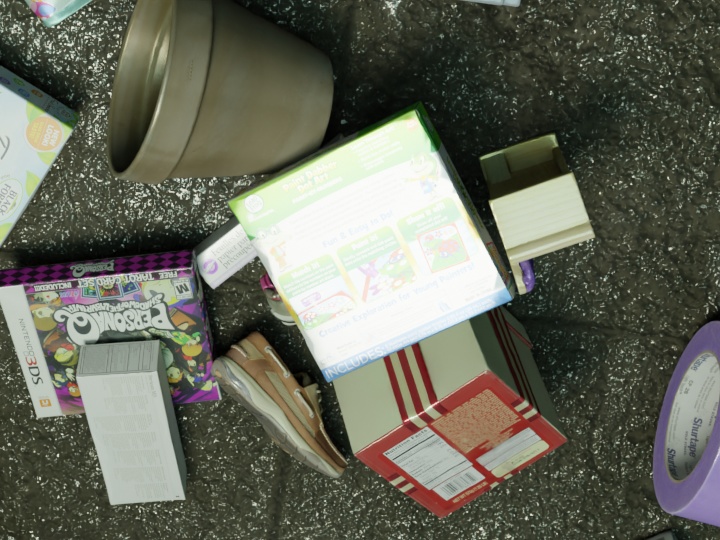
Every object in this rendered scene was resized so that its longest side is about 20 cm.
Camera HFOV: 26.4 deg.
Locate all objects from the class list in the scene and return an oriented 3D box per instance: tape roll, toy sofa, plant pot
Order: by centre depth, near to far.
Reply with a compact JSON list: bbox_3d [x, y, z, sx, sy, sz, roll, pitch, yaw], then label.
[{"bbox_3d":[-0.125,-0.166,1.428,0.173,0.200,0.200,10,113,-21],"label":"plant pot"},{"bbox_3d":[0.168,-0.058,1.453,0.083,0.200,0.098,-19,105,7],"label":"toy sofa"},{"bbox_3d":[0.371,0.156,1.540,0.085,0.200,0.200,16,111,-6],"label":"tape roll"}]

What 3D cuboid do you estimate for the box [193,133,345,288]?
[{"bbox_3d":[-0.083,-0.060,1.537,0.200,0.041,0.039,-37,107,13],"label":"box"}]

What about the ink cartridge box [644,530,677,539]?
[{"bbox_3d":[0.313,0.402,1.729,0.162,0.050,0.200,-23,119,8],"label":"ink cartridge box"}]

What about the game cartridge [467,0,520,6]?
[{"bbox_3d":[0.099,-0.352,1.422,0.133,0.041,0.200,6,112,-7],"label":"game cartridge"}]

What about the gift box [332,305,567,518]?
[{"bbox_3d":[0.079,0.117,1.531,0.184,0.187,0.200,-30,136,13],"label":"gift box"}]

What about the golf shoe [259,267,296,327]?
[{"bbox_3d":[0.000,0.000,1.555,0.200,0.073,0.092,-16,146,-1],"label":"golf shoe"}]

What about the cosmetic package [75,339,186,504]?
[{"bbox_3d":[-0.233,0.159,1.586,0.082,0.051,0.200,-2,132,2],"label":"cosmetic package"}]

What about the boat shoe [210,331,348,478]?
[{"bbox_3d":[-0.070,0.141,1.600,0.072,0.076,0.200,-50,124,-16],"label":"boat shoe"}]

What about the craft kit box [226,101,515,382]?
[{"bbox_3d":[0.011,-0.024,1.411,0.200,0.049,0.198,-24,105,16],"label":"craft kit box"}]

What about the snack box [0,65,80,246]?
[{"bbox_3d":[-0.384,-0.101,1.484,0.142,0.053,0.200,31,109,-14],"label":"snack box"}]

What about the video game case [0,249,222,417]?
[{"bbox_3d":[-0.252,0.067,1.566,0.200,0.036,0.181,-5,129,2],"label":"video game case"}]

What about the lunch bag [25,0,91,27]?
[{"bbox_3d":[-0.244,-0.341,1.381,0.200,0.122,0.170,-31,107,3],"label":"lunch bag"}]
